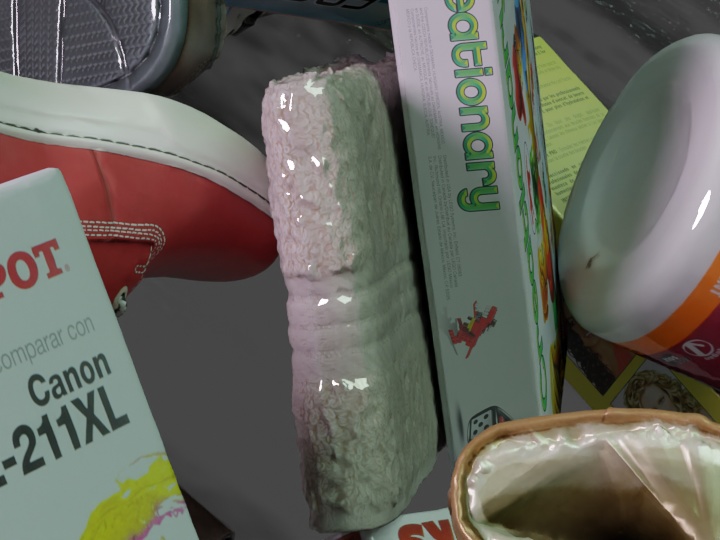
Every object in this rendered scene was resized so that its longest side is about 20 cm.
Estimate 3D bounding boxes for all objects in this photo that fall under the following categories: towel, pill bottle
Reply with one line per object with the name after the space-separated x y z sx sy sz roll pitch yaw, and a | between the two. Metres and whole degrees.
0.000 0.000 0.914 0.034 0.133 0.200 -7 4 8 | towel
0.176 0.005 1.010 0.199 0.110 0.110 23 39 -20 | pill bottle

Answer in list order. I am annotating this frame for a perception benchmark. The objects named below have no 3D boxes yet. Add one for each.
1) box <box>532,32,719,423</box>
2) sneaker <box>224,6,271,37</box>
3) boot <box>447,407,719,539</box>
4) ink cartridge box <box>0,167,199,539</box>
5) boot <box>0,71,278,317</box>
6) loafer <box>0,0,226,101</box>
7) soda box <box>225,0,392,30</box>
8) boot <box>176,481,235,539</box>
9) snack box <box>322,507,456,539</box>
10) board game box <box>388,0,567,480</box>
0.090 -0.002 1.083 0.200 0.050 0.075 48 38 17 | box
-0.049 -0.111 1.081 0.073 0.072 0.200 53 40 -21 | sneaker
0.115 0.099 0.840 0.174 0.200 0.066 -4 66 2 | boot
-0.103 0.093 0.664 0.146 0.083 0.201 -26 97 -56 | ink cartridge box
-0.093 0.021 0.824 0.199 0.072 0.145 11 65 -48 | boot
-0.104 -0.080 0.924 0.063 0.199 0.072 4 90 -45 | loafer
-0.024 -0.130 1.009 0.199 0.063 0.069 4 66 -44 | soda box
-0.142 0.047 0.831 0.166 0.072 0.200 47 35 18 | boot
0.058 0.089 0.940 0.199 0.072 0.024 -4 71 -40 | snack box
0.039 -0.040 0.961 0.034 0.201 0.126 -4 24 9 | board game box
